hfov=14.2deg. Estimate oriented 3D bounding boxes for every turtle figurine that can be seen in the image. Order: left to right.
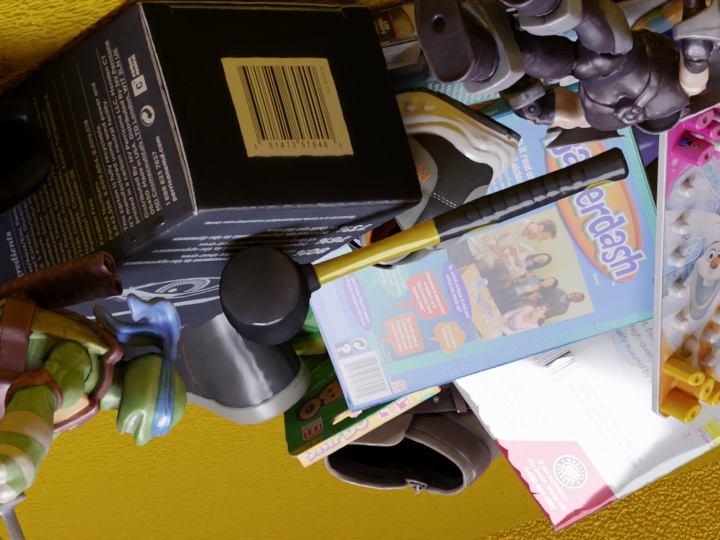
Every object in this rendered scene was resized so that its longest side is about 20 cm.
[{"bbox_3d":[-0.184,0.082,1.261,0.193,0.200,0.144,18,-163,-4],"label":"turtle figurine"}]

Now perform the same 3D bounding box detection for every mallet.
[{"bbox_3d":[0.027,-0.017,1.326,0.200,0.041,0.066,-22,170,6],"label":"mallet"}]

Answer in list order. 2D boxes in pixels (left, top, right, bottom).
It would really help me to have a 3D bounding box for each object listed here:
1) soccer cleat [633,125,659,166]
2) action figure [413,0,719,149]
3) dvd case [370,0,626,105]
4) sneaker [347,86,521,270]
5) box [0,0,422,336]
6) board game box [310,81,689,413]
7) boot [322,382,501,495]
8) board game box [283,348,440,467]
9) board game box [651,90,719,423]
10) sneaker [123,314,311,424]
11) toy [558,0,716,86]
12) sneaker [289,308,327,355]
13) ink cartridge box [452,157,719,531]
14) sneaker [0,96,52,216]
[{"bbox_3d":[0.108,-0.040,1.704,0.200,0.077,0.067,-23,166,30],"label":"soccer cleat"},{"bbox_3d":[0.107,-0.107,1.353,0.130,0.070,0.200,-27,155,25],"label":"action figure"},{"bbox_3d":[0.091,-0.121,1.460,0.199,0.022,0.146,-16,168,-6],"label":"dvd case"},{"bbox_3d":[0.007,-0.039,1.451,0.074,0.080,0.200,28,167,-16],"label":"sneaker"},{"bbox_3d":[-0.095,-0.042,1.374,0.148,0.105,0.200,-4,163,-45],"label":"box"},{"bbox_3d":[0.064,-0.021,1.587,0.199,0.152,0.045,-17,-152,6],"label":"board game box"},{"bbox_3d":[0.002,0.077,1.834,0.199,0.070,0.146,6,-144,15],"label":"boot"},{"bbox_3d":[-0.004,0.046,1.744,0.095,0.030,0.200,-30,-157,11],"label":"board game box"},{"bbox_3d":[0.241,-0.034,1.605,0.200,0.201,0.026,-24,-144,-35],"label":"board game box"},{"bbox_3d":[-0.113,0.021,1.743,0.075,0.106,0.200,-40,-152,-27],"label":"sneaker"},{"bbox_3d":[0.200,-0.119,1.452,0.199,0.047,0.115,-18,166,2],"label":"toy"},{"bbox_3d":[0.000,0.000,1.690,0.200,0.084,0.074,-14,-143,40],"label":"sneaker"},{"bbox_3d":[0.169,0.031,1.764,0.200,0.145,0.145,-30,-166,17],"label":"ink cartridge box"},{"bbox_3d":[-0.223,-0.048,1.261,0.111,0.077,0.200,-29,159,37],"label":"sneaker"}]
